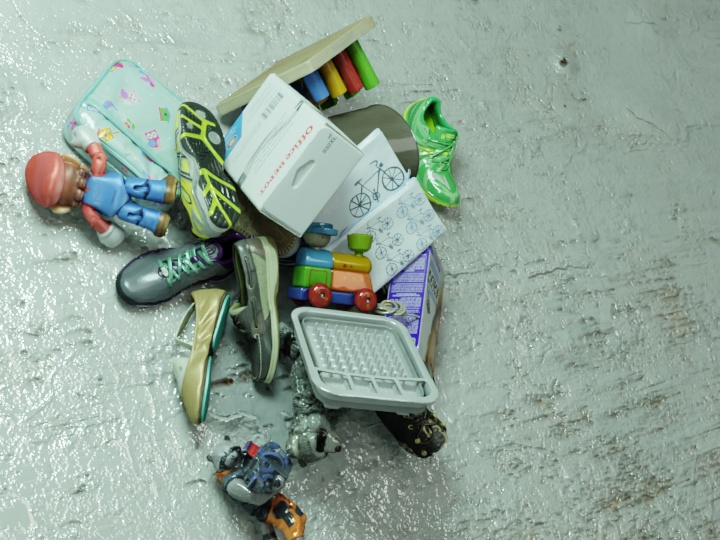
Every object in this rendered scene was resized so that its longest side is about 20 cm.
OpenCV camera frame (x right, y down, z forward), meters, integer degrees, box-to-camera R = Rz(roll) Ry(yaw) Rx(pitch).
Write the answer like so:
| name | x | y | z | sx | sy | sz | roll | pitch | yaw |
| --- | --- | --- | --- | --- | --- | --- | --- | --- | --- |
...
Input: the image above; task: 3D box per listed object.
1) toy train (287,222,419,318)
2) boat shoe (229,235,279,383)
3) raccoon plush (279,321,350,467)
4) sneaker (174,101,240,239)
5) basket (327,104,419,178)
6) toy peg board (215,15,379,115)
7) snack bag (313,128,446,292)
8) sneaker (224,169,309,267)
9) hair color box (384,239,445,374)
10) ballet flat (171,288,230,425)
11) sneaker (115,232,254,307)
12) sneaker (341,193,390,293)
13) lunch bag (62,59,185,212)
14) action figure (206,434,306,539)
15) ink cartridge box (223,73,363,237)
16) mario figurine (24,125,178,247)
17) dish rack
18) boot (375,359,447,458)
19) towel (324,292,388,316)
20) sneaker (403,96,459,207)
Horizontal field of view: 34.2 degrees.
| name | x | y | z | sx | sy | sz | roll | pitch | yaw |
| --- | --- | --- | --- | --- | --- | --- | --- | --- | --- |
| toy train | 0.000 | 0.000 | 1.645 | 0.198 | 0.084 | 0.117 | 7 | 89 | -26 |
| boat shoe | -0.149 | 0.054 | 1.599 | 0.065 | 0.072 | 0.204 | -2 | 98 | -22 |
| raccoon plush | -0.083 | 0.178 | 1.601 | 0.134 | 0.200 | 0.097 | -50 | 132 | -5 |
| sneaker | -0.224 | -0.137 | 1.585 | 0.075 | 0.076 | 0.202 | 8 | 59 | -41 |
| basket | -0.040 | -0.171 | 1.784 | 0.198 | 0.180 | 0.138 | -14 | 114 | -33 |
| toy peg board | -0.079 | -0.277 | 1.778 | 0.099 | 0.199 | 0.199 | 60 | 40 | -15 |
| snack bag | 0.011 | -0.078 | 1.685 | 0.188 | 0.021 | 0.201 | -38 | 114 | -13 |
| sneaker | -0.151 | -0.074 | 1.699 | 0.199 | 0.070 | 0.108 | 39 | 2 | 24 |
| hair color box | 0.080 | 0.064 | 1.752 | 0.110 | 0.064 | 0.202 | 63 | 32 | -56 |
| ballet flat | -0.220 | 0.113 | 1.559 | 0.062 | 0.069 | 0.202 | 8 | 54 | 0 |
| sneaker | -0.237 | -0.013 | 1.585 | 0.199 | 0.087 | 0.075 | -22 | 80 | -42 |
| sneaker | -0.022 | -0.039 | 1.743 | 0.201 | 0.079 | 0.079 | 60 | 5 | -25 |
| lunch bag | -0.305 | -0.184 | 1.637 | 0.199 | 0.077 | 0.161 | 40 | 49 | -12 |
| action figure | -0.126 | 0.296 | 1.479 | 0.194 | 0.104 | 0.200 | 50 | 6 | 6 |
| ink cartridge box | -0.102 | -0.160 | 1.598 | 0.083 | 0.146 | 0.200 | 33 | 9 | -37 |
| mario figurine | -0.345 | -0.111 | 1.555 | 0.198 | 0.106 | 0.125 | 16 | 60 | -10 |
| dish rack | -0.001 | 0.122 | 1.516 | 0.169 | 0.044 | 0.201 | 7 | 29 | -19 |
| boot | 0.071 | 0.191 | 1.630 | 0.151 | 0.199 | 0.073 | 50 | 62 | -20 |
| towel | -0.006 | 0.077 | 1.755 | 0.146 | 0.022 | 0.202 | 27 | 54 | -22 |
| sneaker | 0.125 | -0.201 | 1.961 | 0.073 | 0.083 | 0.202 | -2 | 68 | -37 |
